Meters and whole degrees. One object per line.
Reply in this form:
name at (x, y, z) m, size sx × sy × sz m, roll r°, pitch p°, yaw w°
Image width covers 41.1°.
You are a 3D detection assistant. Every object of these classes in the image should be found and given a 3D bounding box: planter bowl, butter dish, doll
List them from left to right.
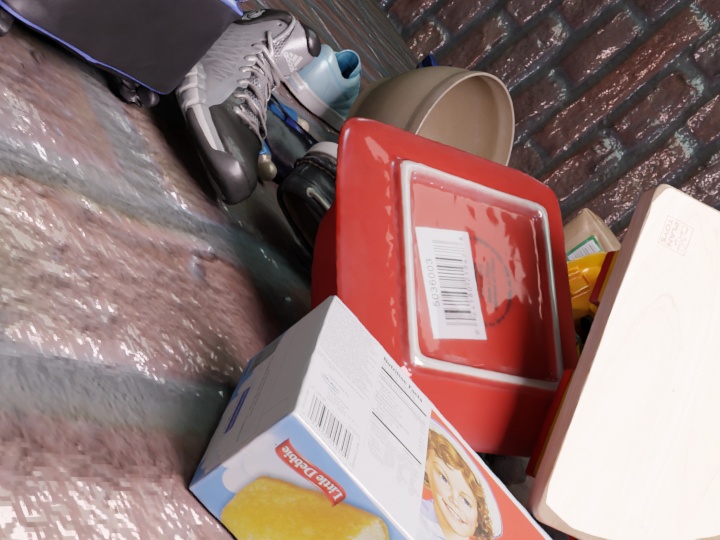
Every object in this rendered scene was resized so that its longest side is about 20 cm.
doll at (-0.058, -0.106, 0.844) m, size 0.200 × 0.048 × 0.137 m, roll 42°, pitch 26°, yaw -15°
butter dish at (0.036, 0.029, 0.643) m, size 0.197 × 0.147 × 0.204 m, roll 14°, pitch 64°, yaw -34°
planter bowl at (0.063, -0.141, 1.088) m, size 0.134 × 0.203 × 0.200 m, roll 28°, pitch -3°, yaw 36°

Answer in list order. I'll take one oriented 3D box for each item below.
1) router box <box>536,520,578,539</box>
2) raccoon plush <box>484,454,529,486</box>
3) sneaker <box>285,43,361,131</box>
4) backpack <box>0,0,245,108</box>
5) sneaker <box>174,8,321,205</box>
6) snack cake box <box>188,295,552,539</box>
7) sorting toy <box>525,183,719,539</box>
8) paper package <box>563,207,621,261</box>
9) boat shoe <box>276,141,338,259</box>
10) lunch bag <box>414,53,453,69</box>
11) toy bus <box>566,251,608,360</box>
router box at (0.186, 0.286, 0.673) m, size 0.180 × 0.049 × 0.200 m, roll 50°, pitch 14°, yaw -11°
raccoon plush at (0.095, 0.063, 0.803) m, size 0.134 × 0.096 × 0.202 m, roll 44°, pitch 15°, yaw -50°
sneaker at (-0.022, -0.228, 1.187) m, size 0.074 × 0.082 × 0.200 m, roll 55°, pitch 14°, yaw 9°
backpack at (-0.176, -0.226, 0.590) m, size 0.201 × 0.134 × 0.182 m, roll 54°, pitch 13°, yaw 19°
sneaker at (-0.076, -0.138, 0.697) m, size 0.076 × 0.114 × 0.202 m, roll 74°, pitch -7°, yaw -48°
snack cake box at (0.019, 0.125, 0.470) m, size 0.201 × 0.067 × 0.115 m, roll 49°, pitch 20°, yaw -13°
sorting toy at (0.212, 0.085, 0.581) m, size 0.196 × 0.203 × 0.070 m, roll 25°, pitch -8°, yaw -10°
paper package at (0.201, 0.046, 1.001) m, size 0.104 × 0.199 × 0.190 m, roll 54°, pitch 15°, yaw 16°
boat shoe at (0.000, 0.000, 0.749) m, size 0.060 × 0.073 × 0.202 m, roll -46°, pitch 121°, yaw -36°
lunch bag at (0.148, -0.347, 1.921) m, size 0.136 × 0.132 × 0.201 m, roll 47°, pitch 15°, yaw -17°
toy bus at (0.188, 0.119, 0.737) m, size 0.193 × 0.134 × 0.202 m, roll 81°, pitch -18°, yaw -56°
